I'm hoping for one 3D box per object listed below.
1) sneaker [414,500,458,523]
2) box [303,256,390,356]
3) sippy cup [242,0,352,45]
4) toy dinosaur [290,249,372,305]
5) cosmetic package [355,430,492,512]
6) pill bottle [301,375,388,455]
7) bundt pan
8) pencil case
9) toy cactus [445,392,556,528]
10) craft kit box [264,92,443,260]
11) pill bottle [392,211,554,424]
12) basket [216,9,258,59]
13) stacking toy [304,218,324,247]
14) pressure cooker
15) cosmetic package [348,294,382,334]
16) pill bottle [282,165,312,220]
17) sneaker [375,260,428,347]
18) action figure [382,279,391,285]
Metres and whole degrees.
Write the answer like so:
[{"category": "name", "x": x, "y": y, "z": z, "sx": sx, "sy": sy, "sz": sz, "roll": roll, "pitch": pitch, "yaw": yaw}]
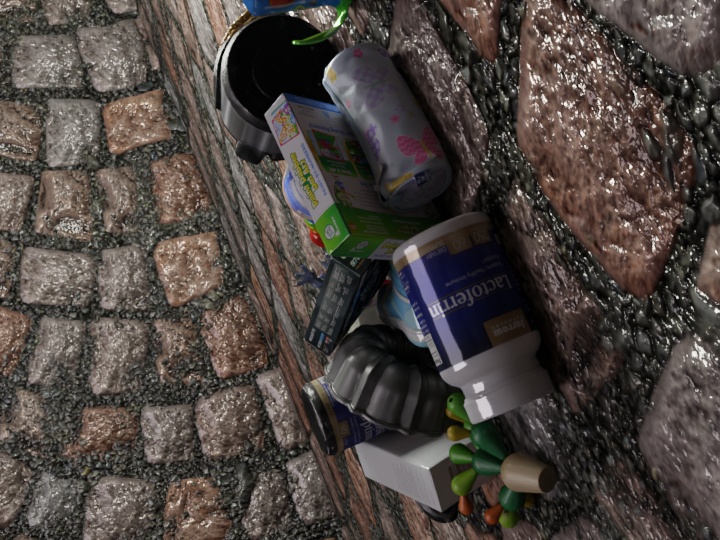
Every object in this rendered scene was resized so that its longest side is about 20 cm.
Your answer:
[{"category": "sneaker", "x": 0.108, "y": 0.315, "z": 1.534, "sx": 0.083, "sy": 0.070, "sz": 0.202, "roll": -169, "pitch": 62, "yaw": -82}, {"category": "box", "x": 0.000, "y": 0.000, "z": 1.252, "sx": 0.046, "sy": 0.159, "sz": 0.201, "roll": 32, "pitch": 144, "yaw": 8}, {"category": "sippy cup", "x": -0.089, "y": -0.378, "z": 1.175, "sx": 0.140, "sy": 0.129, "sz": 0.180, "roll": 109, "pitch": 139, "yaw": -69}, {"category": "toy dinosaur", "x": -0.043, "y": 0.019, "z": 1.505, "sx": 0.201, "sy": 0.105, "sz": 0.181, "roll": 55, "pitch": -170, "yaw": 22}, {"category": "cosmetic package", "x": 0.087, "y": 0.273, "z": 1.392, "sx": 0.199, "sy": 0.101, "sz": 0.072, "roll": 9, "pitch": 119, "yaw": 58}, {"category": "pill bottle", "x": 0.020, "y": 0.187, "z": 1.419, "sx": 0.112, "sy": 0.198, "sz": 0.113, "roll": 159, "pitch": 90, "yaw": -77}, {"category": "bundt pan", "x": 0.054, "y": 0.135, "z": 1.273, "sx": 0.202, "sy": 0.200, "sz": 0.077, "roll": 50, "pitch": 126, "yaw": 55}, {"category": "pencil case", "x": 0.029, "y": -0.165, "z": 1.100, "sx": 0.083, "sy": 0.090, "sz": 0.202, "roll": 69, "pitch": 177, "yaw": -68}, {"category": "toy cactus", "x": 0.175, "y": 0.237, "z": 1.162, "sx": 0.164, "sy": 0.102, "sz": 0.202, "roll": 4, "pitch": 112, "yaw": 55}, {"category": "craft kit box", "x": 0.003, "y": -0.105, "z": 1.119, "sx": 0.048, "sy": 0.199, "sz": 0.199, "roll": -43, "pitch": 61, "yaw": 30}, {"category": "pill bottle", "x": 0.120, "y": 0.051, "z": 1.001, "sx": 0.116, "sy": 0.115, "sz": 0.202, "roll": 124, "pitch": 124, "yaw": -74}, {"category": "basket", "x": -0.179, "y": -0.325, "z": 1.587, "sx": 0.201, "sy": 0.141, "sz": 0.150, "roll": 89, "pitch": 155, "yaw": -55}, {"category": "stacking toy", "x": -0.066, "y": -0.101, "z": 1.631, "sx": 0.200, "sy": 0.085, "sz": 0.086, "roll": 86, "pitch": 159, "yaw": -67}, {"category": "pressure cooker", "x": -0.125, "y": -0.260, "z": 1.400, "sx": 0.200, "sy": 0.174, "sz": 0.181, "roll": 147, "pitch": 100, "yaw": -77}, {"category": "cosmetic package", "x": 0.030, "y": 0.123, "z": 1.561, "sx": 0.104, "sy": 0.072, "sz": 0.202, "roll": -134, "pitch": 27, "yaw": -60}, {"category": "pill bottle", "x": -0.049, "y": -0.139, "z": 1.408, "sx": 0.200, "sy": 0.111, "sz": 0.113, "roll": 161, "pitch": 89, "yaw": -76}, {"category": "sneaker", "x": 0.065, "y": 0.013, "z": 1.264, "sx": 0.200, "sy": 0.079, "sz": 0.132, "roll": -151, "pitch": 46, "yaw": -66}, {"category": "action figure", "x": 0.010, "y": -0.027, "z": 1.475, "sx": 0.200, "sy": 0.051, "sz": 0.066, "roll": -129, "pitch": 27, "yaw": -66}]
